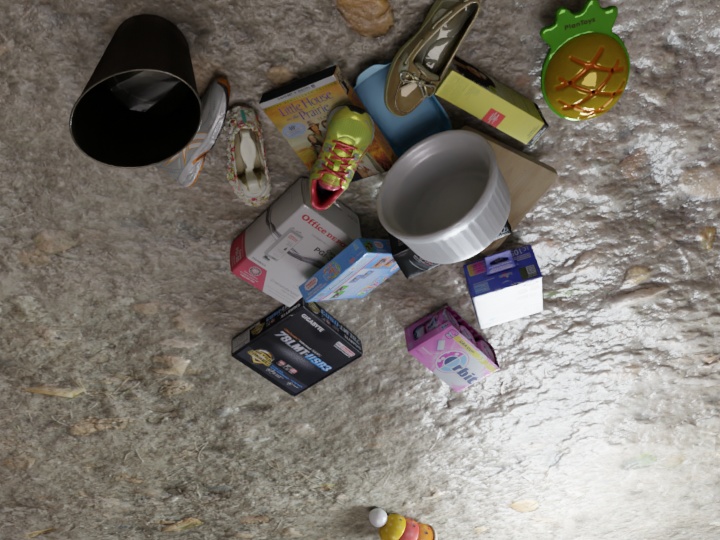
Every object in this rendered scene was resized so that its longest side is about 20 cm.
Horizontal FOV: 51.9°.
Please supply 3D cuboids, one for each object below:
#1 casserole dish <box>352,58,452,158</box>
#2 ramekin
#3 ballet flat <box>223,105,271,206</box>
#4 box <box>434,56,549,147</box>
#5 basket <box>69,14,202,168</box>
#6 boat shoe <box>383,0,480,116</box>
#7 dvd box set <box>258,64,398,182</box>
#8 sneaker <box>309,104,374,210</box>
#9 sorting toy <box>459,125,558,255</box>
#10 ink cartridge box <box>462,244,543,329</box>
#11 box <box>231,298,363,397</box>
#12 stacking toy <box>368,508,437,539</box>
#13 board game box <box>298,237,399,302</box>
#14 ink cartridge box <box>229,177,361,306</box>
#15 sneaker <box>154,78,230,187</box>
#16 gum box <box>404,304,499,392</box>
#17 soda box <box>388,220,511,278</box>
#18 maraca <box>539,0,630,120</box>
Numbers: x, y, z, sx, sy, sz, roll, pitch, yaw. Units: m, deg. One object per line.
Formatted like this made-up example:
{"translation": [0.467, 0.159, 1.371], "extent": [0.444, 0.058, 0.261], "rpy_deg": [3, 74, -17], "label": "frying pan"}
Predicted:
{"translation": [0.064, -0.258, 1.191], "extent": [0.121, 0.039, 0.200], "rpy_deg": [-31, 129, 19], "label": "casserole dish"}
{"translation": [0.133, -0.108, 1.142], "extent": [0.200, 0.201, 0.098], "rpy_deg": [-28, 136, 17], "label": "ramekin"}
{"translation": [-0.185, -0.173, 1.212], "extent": [0.075, 0.064, 0.201], "rpy_deg": [-15, 134, -8], "label": "ballet flat"}
{"translation": [0.203, -0.271, 1.176], "extent": [0.199, 0.076, 0.050], "rpy_deg": [22, 126, -26], "label": "box"}
{"translation": [-0.299, -0.260, 1.028], "extent": [0.179, 0.201, 0.136], "rpy_deg": [-21, 132, 12], "label": "basket"}
{"translation": [0.105, -0.316, 1.092], "extent": [0.073, 0.063, 0.201], "rpy_deg": [28, 104, -32], "label": "boat shoe"}
{"translation": [-0.048, -0.222, 1.185], "extent": [0.146, 0.030, 0.200], "rpy_deg": [-12, 135, 29], "label": "dvd box set"}
{"translation": [-0.033, -0.168, 1.150], "extent": [0.078, 0.091, 0.200], "rpy_deg": [18, 140, -6], "label": "sneaker"}
{"translation": [0.200, -0.147, 1.290], "extent": [0.198, 0.070, 0.200], "rpy_deg": [20, 127, -24], "label": "sorting toy"}
{"translation": [0.275, 0.028, 1.413], "extent": [0.136, 0.077, 0.200], "rpy_deg": [-17, 154, 6], "label": "ink cartridge box"}
{"translation": [-0.130, 0.160, 1.535], "extent": [0.198, 0.050, 0.200], "rpy_deg": [-32, 129, 20], "label": "box"}
{"translation": [0.101, 0.723, 2.039], "extent": [0.200, 0.146, 0.146], "rpy_deg": [42, 116, -18], "label": "stacking toy"}
{"translation": [0.000, 0.000, 1.344], "extent": [0.151, 0.037, 0.200], "rpy_deg": [-39, 161, 24], "label": "board game box"}
{"translation": [-0.116, -0.047, 1.325], "extent": [0.146, 0.083, 0.200], "rpy_deg": [34, 120, -32], "label": "ink cartridge box"}
{"translation": [-0.271, -0.221, 1.156], "extent": [0.092, 0.076, 0.200], "rpy_deg": [23, 124, -20], "label": "sneaker"}
{"translation": [0.191, 0.165, 1.571], "extent": [0.113, 0.066, 0.200], "rpy_deg": [-33, 128, 22], "label": "gum box"}
{"translation": [0.150, -0.065, 1.262], "extent": [0.199, 0.071, 0.063], "rpy_deg": [-25, 129, 15], "label": "soda box"}
{"translation": [0.341, -0.317, 1.131], "extent": [0.136, 0.107, 0.201], "rpy_deg": [-17, 132, 8], "label": "maraca"}
